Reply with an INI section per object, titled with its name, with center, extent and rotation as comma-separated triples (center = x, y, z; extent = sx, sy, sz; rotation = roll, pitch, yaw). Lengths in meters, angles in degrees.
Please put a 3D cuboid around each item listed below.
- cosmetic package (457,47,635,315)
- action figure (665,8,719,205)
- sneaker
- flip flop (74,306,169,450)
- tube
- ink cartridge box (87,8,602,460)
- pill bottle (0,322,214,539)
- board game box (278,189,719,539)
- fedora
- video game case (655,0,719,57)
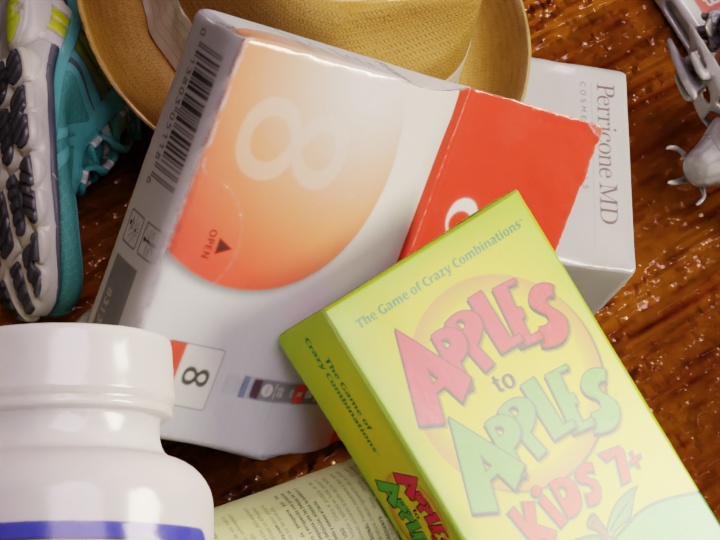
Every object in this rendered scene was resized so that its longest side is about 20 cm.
[cosmetic package]
center = 0.015, -0.043, 1.224
extent = 0.199, 0.074, 0.102
rotation = 6, 65, -15
[action figure]
center = 0.220, -0.079, 1.291
extent = 0.199, 0.069, 0.130
rotation = -27, 86, -22
[sneaker]
center = -0.118, -0.073, 1.192
extent = 0.079, 0.077, 0.201
rotation = 12, 64, -22
[flip flop]
center = -0.121, 0.087, 1.115
extent = 0.081, 0.058, 0.201
rotation = 12, 59, 18
[tube]
center = -0.026, 0.111, 1.099
extent = 0.199, 0.052, 0.058
rotation = -22, 35, -30
[ink cartridge box]
center = 0.000, 0.000, 1.124
extent = 0.199, 0.050, 0.163
rotation = 14, 103, -30
[pill bottle]
center = -0.106, 0.124, 0.995
extent = 0.112, 0.112, 0.201
rotation = 2, 78, -18
[board game box]
center = 0.066, 0.082, 1.094
extent = 0.101, 0.048, 0.200
rotation = -31, 91, -27
[fedora]
center = -0.014, -0.122, 1.162
extent = 0.200, 0.082, 0.201
rotation = 8, 61, -16
[video game case]
center = 0.245, -0.129, 1.367
extent = 0.199, 0.023, 0.183
rotation = -26, 78, -25
